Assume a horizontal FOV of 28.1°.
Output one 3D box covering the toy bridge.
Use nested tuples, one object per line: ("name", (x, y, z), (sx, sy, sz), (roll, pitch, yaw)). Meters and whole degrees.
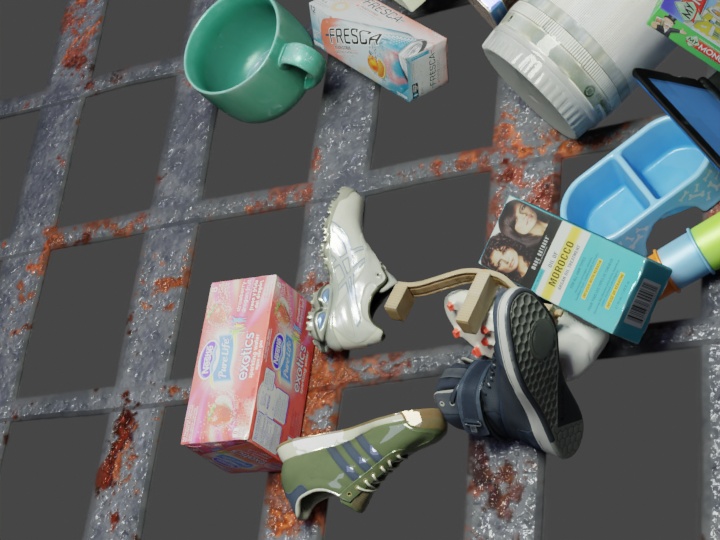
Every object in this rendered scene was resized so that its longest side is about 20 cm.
("toy bridge", (0.121, 0.032, 1.483), (0.199, 0.027, 0.067), (8, 59, 37))

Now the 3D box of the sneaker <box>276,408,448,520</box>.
("sneaker", (0.005, 0.211, 1.518), (0.199, 0.067, 0.090), (-16, 67, 22))

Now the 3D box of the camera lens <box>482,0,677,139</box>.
("camera lens", (0.253, -0.264, 1.565), (0.200, 0.160, 0.160), (-46, 49, 1))

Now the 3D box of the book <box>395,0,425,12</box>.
("book", (0.100, -0.411, 1.752), (0.200, 0.048, 0.134), (-45, 33, 2))

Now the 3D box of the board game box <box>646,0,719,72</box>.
("board game box", (0.384, -0.283, 1.483), (0.200, 0.134, 0.029), (-59, 3, -38))

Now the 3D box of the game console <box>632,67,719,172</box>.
("game console", (0.405, -0.170, 1.443), (0.170, 0.118, 0.200), (-38, 51, 8))

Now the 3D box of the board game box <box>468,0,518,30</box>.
("board game box", (0.200, -0.379, 1.646), (0.200, 0.159, 0.097), (-43, 79, 8))

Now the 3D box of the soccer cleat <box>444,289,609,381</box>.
("soccer cleat", (0.170, 0.061, 1.501), (0.077, 0.070, 0.199), (-34, 36, -27))

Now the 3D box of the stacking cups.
("stacking cups", (0.328, -0.007, 1.446), (0.199, 0.060, 0.061), (-34, 50, 18))

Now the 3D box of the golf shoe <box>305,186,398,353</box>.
("golf shoe", (0.000, 0.000, 1.646), (0.097, 0.078, 0.201), (1, 69, 14))

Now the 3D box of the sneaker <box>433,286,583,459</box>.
("sneaker", (0.128, 0.094, 1.421), (0.146, 0.203, 0.077), (13, 45, 40))

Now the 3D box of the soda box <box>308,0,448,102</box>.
("soda box", (0.021, -0.283, 1.772), (0.068, 0.064, 0.200), (-29, 43, -26))

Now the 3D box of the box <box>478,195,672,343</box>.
("box", (0.214, -0.004, 1.455), (0.200, 0.049, 0.083), (30, 98, 47))

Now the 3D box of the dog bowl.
("dog bowl", (0.296, -0.086, 1.509), (0.200, 0.050, 0.112), (-37, 50, 8))

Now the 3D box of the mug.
("mug", (-0.126, -0.255, 1.827), (0.152, 0.114, 0.185), (-42, 51, 10))

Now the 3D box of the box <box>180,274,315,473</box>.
("box", (-0.123, 0.118, 1.622), (0.094, 0.103, 0.201), (-7, 61, 29))
